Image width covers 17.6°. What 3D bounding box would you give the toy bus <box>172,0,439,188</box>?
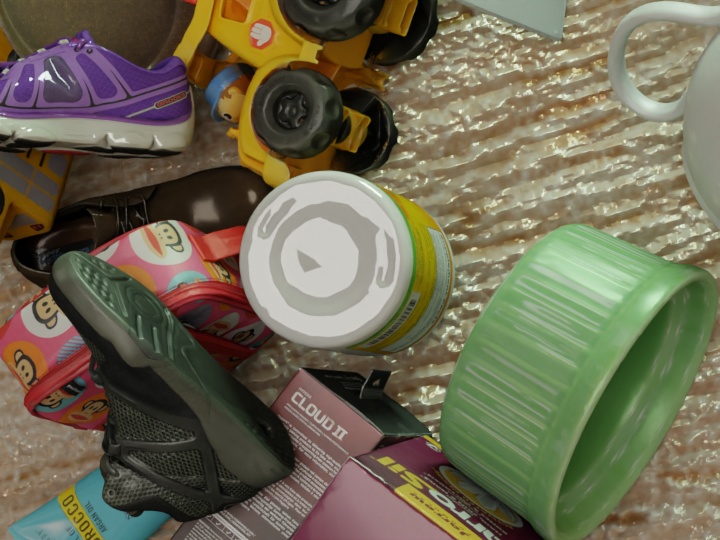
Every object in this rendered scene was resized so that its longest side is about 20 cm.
[{"bbox_3d":[-0.064,-0.162,1.592,0.192,0.136,0.200,19,93,20],"label":"toy bus"}]

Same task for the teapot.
[{"bbox_3d":[0.274,-0.077,1.490,0.146,0.197,0.200,-44,49,44],"label":"teapot"}]

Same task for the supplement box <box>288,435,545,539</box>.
[{"bbox_3d":[0.040,0.185,1.462,0.131,0.200,0.103,37,99,12],"label":"supplement box"}]

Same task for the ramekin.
[{"bbox_3d":[0.137,0.068,1.492,0.098,0.200,0.200,30,94,22],"label":"ramekin"}]

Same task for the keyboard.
[{"bbox_3d":[0.064,-0.207,1.541,0.011,0.200,0.056,1,77,53],"label":"keyboard"}]

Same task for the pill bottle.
[{"bbox_3d":[0.000,0.000,1.525,0.111,0.200,0.111,-1,85,14],"label":"pill bottle"}]

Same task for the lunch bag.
[{"bbox_3d":[-0.137,0.032,1.560,0.176,0.200,0.082,-35,74,10],"label":"lunch bag"}]

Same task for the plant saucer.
[{"bbox_3d":[-0.182,-0.205,1.616,0.037,0.200,0.201,-11,82,52],"label":"plant saucer"}]

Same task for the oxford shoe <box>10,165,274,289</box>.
[{"bbox_3d":[-0.151,-0.026,1.627,0.200,0.084,0.073,-18,80,11],"label":"oxford shoe"}]

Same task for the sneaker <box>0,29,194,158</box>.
[{"bbox_3d":[-0.207,-0.120,1.534,0.200,0.081,0.084,3,85,-25],"label":"sneaker"}]

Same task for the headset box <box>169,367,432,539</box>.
[{"bbox_3d":[-0.041,0.149,1.552,0.077,0.149,0.200,37,96,13],"label":"headset box"}]

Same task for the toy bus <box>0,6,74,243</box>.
[{"bbox_3d":[-0.242,-0.092,1.614,0.065,0.078,0.200,-11,55,41],"label":"toy bus"}]

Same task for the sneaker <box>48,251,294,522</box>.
[{"bbox_3d":[-0.143,0.082,1.438,0.114,0.076,0.199,-35,115,15],"label":"sneaker"}]

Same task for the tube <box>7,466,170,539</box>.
[{"bbox_3d":[-0.156,0.155,1.638,0.200,0.050,0.077,-39,70,14],"label":"tube"}]
